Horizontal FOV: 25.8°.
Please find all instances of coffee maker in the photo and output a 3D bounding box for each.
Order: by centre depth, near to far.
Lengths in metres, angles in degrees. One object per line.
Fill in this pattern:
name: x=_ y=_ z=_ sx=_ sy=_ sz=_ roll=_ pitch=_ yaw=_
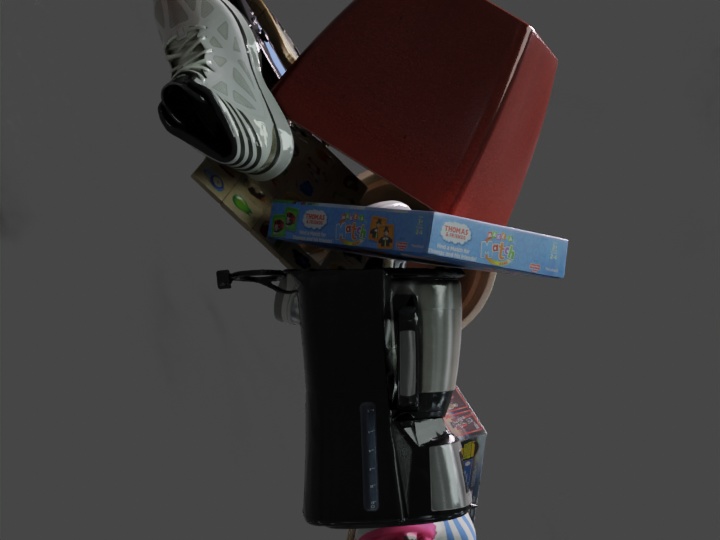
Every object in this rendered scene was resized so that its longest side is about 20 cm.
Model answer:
coffee maker: x=-0.006 y=0.098 z=1.254 sx=0.134 sy=0.190 sz=0.202 roll=1 pitch=89 yaw=-65

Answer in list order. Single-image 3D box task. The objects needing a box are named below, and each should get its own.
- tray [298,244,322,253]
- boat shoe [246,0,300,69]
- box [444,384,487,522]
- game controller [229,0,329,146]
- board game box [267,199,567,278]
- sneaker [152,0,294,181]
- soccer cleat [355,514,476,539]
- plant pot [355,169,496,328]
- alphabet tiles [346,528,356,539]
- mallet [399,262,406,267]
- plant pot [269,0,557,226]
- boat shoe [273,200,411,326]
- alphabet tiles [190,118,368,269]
tray: x=-0.065 y=-0.058 z=1.493 sx=0.099 sy=0.037 sz=0.200 roll=46 pitch=3 yaw=10
boat shoe: x=-0.087 y=-0.212 z=1.697 sx=0.065 sy=0.073 sz=0.201 roll=-71 pitch=141 yaw=-69
box: x=0.063 y=0.150 z=1.606 sx=0.200 sy=0.040 sz=0.138 roll=-123 pitch=-153 yaw=-44
game controller: x=-0.082 y=-0.189 z=1.536 sx=0.200 sy=0.042 sz=0.105 roll=59 pitch=15 yaw=-52
board game box: x=0.044 y=-0.026 z=1.269 sx=0.150 sy=0.199 sz=0.037 roll=10 pitch=89 yaw=-40
sneaker: x=-0.132 y=-0.170 z=1.298 sx=0.202 sy=0.075 sz=0.115 roll=60 pitch=18 yaw=17
soccer cleat: x=0.042 y=0.215 z=1.386 sx=0.200 sy=0.069 sz=0.087 roll=32 pitch=40 yaw=-62
plant pot: x=0.048 y=-0.012 z=1.781 sx=0.183 sy=0.199 sz=0.202 roll=110 pitch=-40 yaw=-86
alphabet tiles: x=0.027 y=0.188 z=1.439 sx=0.196 sy=0.014 sz=0.201 roll=57 pitch=37 yaw=-47
mallet: x=0.036 y=0.030 z=1.589 sx=0.041 sy=0.065 sz=0.201 roll=39 pitch=62 yaw=-40
plant pot: x=0.066 y=-0.157 z=1.397 sx=0.199 sy=0.177 sz=0.200 roll=33 pitch=4 yaw=18
boat shoe: x=0.000 y=-0.001 z=1.456 sx=0.202 sy=0.064 sz=0.075 roll=-35 pitch=141 yaw=-48
alphabet tiles: x=-0.054 y=-0.065 z=1.380 sx=0.167 sy=0.008 sz=0.200 roll=43 pitch=29 yaw=-8
